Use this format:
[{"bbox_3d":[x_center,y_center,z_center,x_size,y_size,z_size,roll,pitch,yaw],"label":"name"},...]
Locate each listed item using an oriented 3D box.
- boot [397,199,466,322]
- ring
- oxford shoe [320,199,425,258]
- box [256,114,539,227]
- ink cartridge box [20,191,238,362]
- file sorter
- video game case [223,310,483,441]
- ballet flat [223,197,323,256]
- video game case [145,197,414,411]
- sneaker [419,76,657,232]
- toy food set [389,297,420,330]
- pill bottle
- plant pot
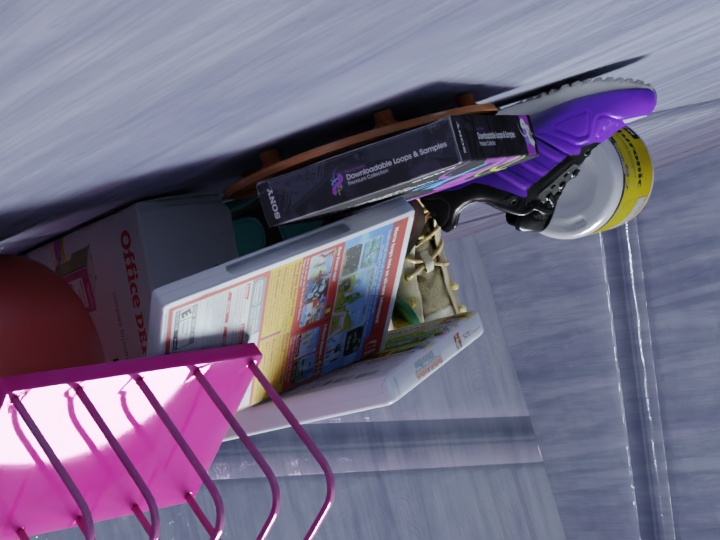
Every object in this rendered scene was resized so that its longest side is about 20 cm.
[{"bbox_3d":[0.054,-0.022,1.494,0.072,0.157,0.200,-16,178,-24],"label":"boot"},{"bbox_3d":[-0.001,-0.087,1.223,0.198,0.019,0.200,-18,179,0],"label":"ring"},{"bbox_3d":[0.000,0.000,1.397,0.074,0.071,0.200,7,147,-35],"label":"oxford shoe"},{"bbox_3d":[0.031,-0.069,1.212,0.142,0.036,0.200,-18,177,21],"label":"box"},{"bbox_3d":[-0.173,0.038,1.307,0.084,0.146,0.199,-8,172,-43],"label":"ink cartridge box"},{"bbox_3d":[-0.136,0.149,1.113,0.199,0.126,0.140,-6,135,-43],"label":"file sorter"},{"bbox_3d":[-0.028,0.083,1.315,0.198,0.023,0.182,-15,-173,28],"label":"video game case"},{"bbox_3d":[-0.073,-0.041,1.431,0.198,0.068,0.070,-17,-158,-4],"label":"ballet flat"},{"bbox_3d":[-0.057,0.035,1.197,0.199,0.017,0.144,-21,143,-29],"label":"video game case"},{"bbox_3d":[0.137,-0.082,1.350,0.198,0.101,0.070,-17,180,0],"label":"sneaker"},{"bbox_3d":[-0.037,0.026,1.533,0.048,0.199,0.199,-32,-176,-35],"label":"toy food set"},{"bbox_3d":[0.223,-0.092,1.716,0.110,0.112,0.200,-18,179,22],"label":"pill bottle"},{"bbox_3d":[-0.292,0.082,1.146,0.199,0.203,0.177,-18,167,25],"label":"plant pot"}]
